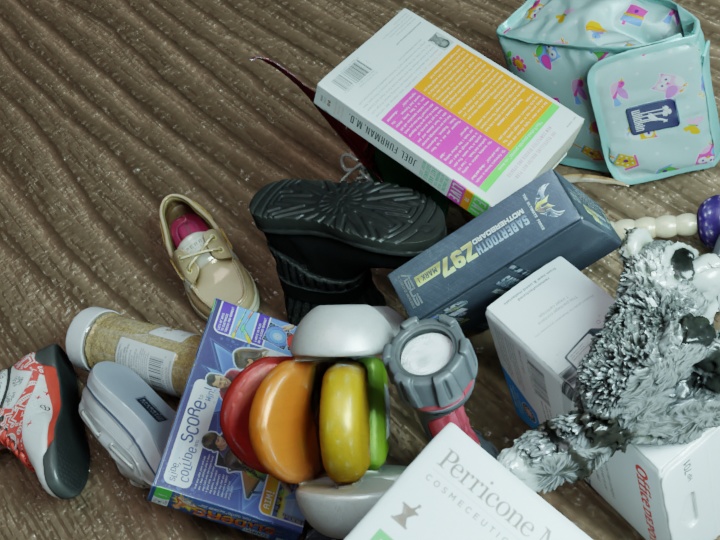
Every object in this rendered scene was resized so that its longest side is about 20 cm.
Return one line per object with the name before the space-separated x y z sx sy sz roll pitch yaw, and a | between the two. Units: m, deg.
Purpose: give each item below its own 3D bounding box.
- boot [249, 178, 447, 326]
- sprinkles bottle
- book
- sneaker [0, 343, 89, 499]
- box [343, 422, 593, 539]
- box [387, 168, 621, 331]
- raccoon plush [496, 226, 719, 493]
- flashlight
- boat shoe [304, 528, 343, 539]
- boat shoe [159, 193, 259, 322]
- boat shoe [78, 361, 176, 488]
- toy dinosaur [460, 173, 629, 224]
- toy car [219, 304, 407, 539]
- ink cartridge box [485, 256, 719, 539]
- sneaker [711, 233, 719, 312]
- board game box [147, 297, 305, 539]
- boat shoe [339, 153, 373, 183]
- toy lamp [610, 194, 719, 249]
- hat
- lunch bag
boot | 0.001 -0.002 1.003 0.210 0.159 0.079 13 45 36
sprinkles bottle | -0.207 0.088 1.081 0.199 0.068 0.068 12 56 31
book | 0.077 -0.138 0.942 0.200 0.048 0.134 37 58 13
sneaker | -0.337 0.168 1.071 0.107 0.067 0.202 -26 41 2
box | 0.077 0.247 0.684 0.199 0.200 0.171 38 70 20
box | 0.129 -0.009 0.903 0.157 0.200 0.051 -34 74 16
raccoon plush | 0.164 0.050 0.727 0.199 0.097 0.134 -20 37 3
flashlight | 0.074 0.118 0.831 0.067 0.201 0.068 -9 47 15
boat shoe | -0.021 0.238 0.866 0.199 0.072 0.068 -23 46 14
boat shoe | -0.173 -0.014 1.154 0.073 0.069 0.200 -34 45 -8
boat shoe | -0.197 0.170 1.009 0.200 0.073 0.066 43 114 32
toy dinosaur | 0.148 -0.081 1.005 0.106 0.061 0.200 -27 10 -14
toy car | -0.034 0.118 0.868 0.149 0.200 0.177 -3 87 12
ink cartridge box | 0.197 0.107 0.824 0.086 0.147 0.200 -35 46 -12
sneaker | 0.379 -0.033 0.919 0.200 0.072 0.083 -43 48 -16
board game box | -0.097 0.132 0.963 0.134 0.035 0.201 20 51 -7
boat shoe | 0.022 -0.101 1.131 0.202 0.086 0.074 -43 47 -16
toy lamp | 0.235 -0.038 1.001 0.198 0.058 0.059 -4 49 18
hat | 0.001 -0.127 1.059 0.175 0.201 0.166 10 30 12
lunch bag | 0.251 -0.181 1.038 0.199 0.171 0.122 23 62 41
